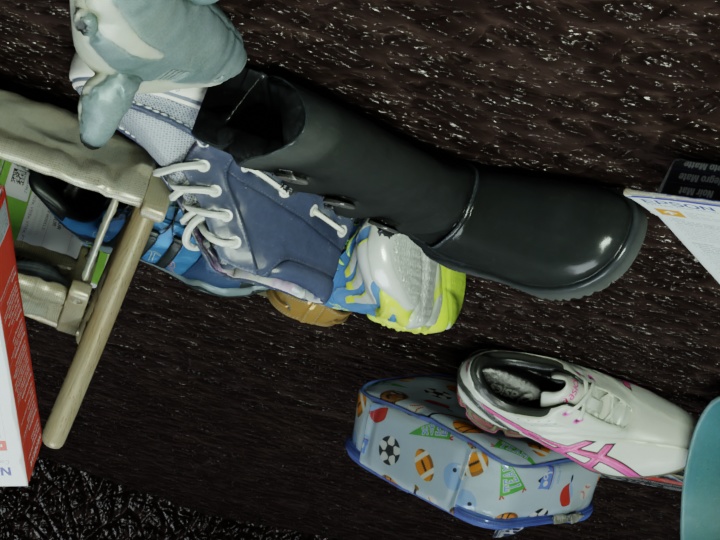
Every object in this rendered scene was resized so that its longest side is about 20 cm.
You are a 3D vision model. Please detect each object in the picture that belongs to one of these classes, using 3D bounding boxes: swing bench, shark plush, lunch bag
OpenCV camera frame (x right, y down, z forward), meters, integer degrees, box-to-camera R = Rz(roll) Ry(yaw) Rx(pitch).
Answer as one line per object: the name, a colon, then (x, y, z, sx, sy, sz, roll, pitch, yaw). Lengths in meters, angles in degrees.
swing bench: (-0.228, -0.031, 1.432, 0.199, 0.200, 0.130, 21, -148, -8)
shark plush: (-0.090, -0.138, 1.086, 0.083, 0.091, 0.200, -4, 149, -6)
lunch bag: (0.099, 0.150, 1.972, 0.160, 0.076, 0.200, 0, -159, -47)

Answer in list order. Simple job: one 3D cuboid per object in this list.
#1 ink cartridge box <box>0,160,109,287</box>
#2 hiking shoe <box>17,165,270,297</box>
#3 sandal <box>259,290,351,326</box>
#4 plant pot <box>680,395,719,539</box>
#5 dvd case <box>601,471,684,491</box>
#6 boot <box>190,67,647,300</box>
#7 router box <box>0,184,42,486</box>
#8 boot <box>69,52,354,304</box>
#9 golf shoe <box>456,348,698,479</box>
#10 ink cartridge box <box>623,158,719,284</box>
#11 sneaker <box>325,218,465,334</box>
ink cartridge box: (-0.201, -0.020, 1.681, 0.200, 0.076, 0.148, 23, 167, -30)
hiking shoe: (-0.123, -0.032, 1.523, 0.200, 0.075, 0.087, 8, 168, 30)
sandal: (-0.037, 0.013, 1.687, 0.080, 0.054, 0.200, 19, 168, -20)
plant pot: (0.352, 0.193, 1.750, 0.188, 0.200, 0.200, 2, 171, -10)
dvd case: (0.240, 0.168, 2.182, 0.146, 0.022, 0.200, 8, 168, 32)
boot: (0.032, -0.051, 1.280, 0.165, 0.066, 0.200, 0, 158, 47)
router box: (-0.294, 0.039, 1.376, 0.200, 0.180, 0.049, 0, -147, 5)
boot: (-0.081, -0.050, 1.336, 0.200, 0.091, 0.073, 22, 167, -33)
golf shoe: (0.170, 0.111, 1.859, 0.200, 0.073, 0.092, 14, 168, 4)
ink cartridge box: (0.255, -0.014, 1.203, 0.199, 0.041, 0.200, 9, 167, 28)
sneaker: (0.000, 0.000, 1.502, 0.105, 0.076, 0.200, 7, 168, 14)
